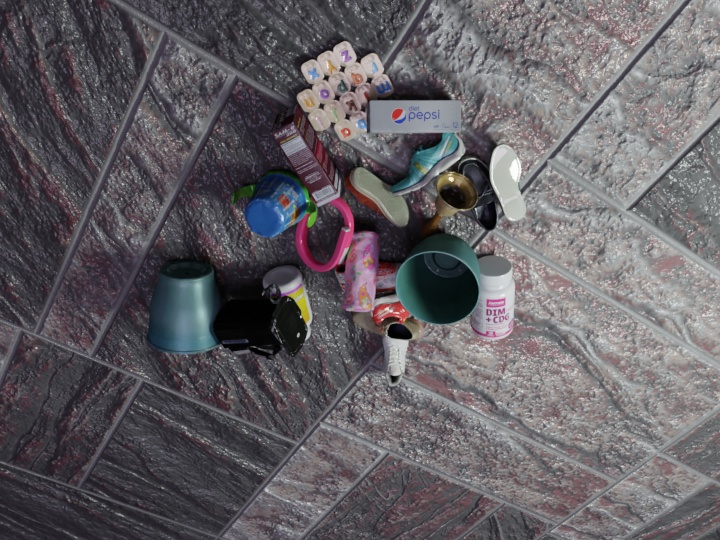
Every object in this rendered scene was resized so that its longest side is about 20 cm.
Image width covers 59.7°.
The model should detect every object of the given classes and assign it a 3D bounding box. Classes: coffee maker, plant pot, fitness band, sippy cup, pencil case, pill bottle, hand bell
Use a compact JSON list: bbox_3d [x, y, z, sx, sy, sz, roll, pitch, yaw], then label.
[{"bbox_3d":[-0.256,0.120,1.557,0.199,0.135,0.194,-4,106,29],"label":"coffee maker"},{"bbox_3d":[0.197,0.003,1.518,0.199,0.161,0.202,8,122,13],"label":"plant pot"},{"bbox_3d":[-0.090,-0.091,1.510,0.143,0.037,0.201,34,124,21],"label":"fitness band"},{"bbox_3d":[-0.443,0.083,1.596,0.198,0.200,0.189,4,111,-2],"label":"plant pot"},{"bbox_3d":[-0.200,-0.144,1.443,0.177,0.131,0.140,-17,112,25],"label":"sippy cup"},{"bbox_3d":[0.000,0.000,1.528,0.087,0.087,0.202,4,86,-2],"label":"pencil case"},{"bbox_3d":[0.340,0.070,1.616,0.112,0.114,0.201,-5,125,4],"label":"pill bottle"},{"bbox_3d":[0.186,-0.134,1.488,0.103,0.105,0.200,17,148,-11],"label":"hand bell"},{"bbox_3d":[-0.185,0.094,1.644,0.103,0.105,0.201,-7,125,5],"label":"pill bottle"}]

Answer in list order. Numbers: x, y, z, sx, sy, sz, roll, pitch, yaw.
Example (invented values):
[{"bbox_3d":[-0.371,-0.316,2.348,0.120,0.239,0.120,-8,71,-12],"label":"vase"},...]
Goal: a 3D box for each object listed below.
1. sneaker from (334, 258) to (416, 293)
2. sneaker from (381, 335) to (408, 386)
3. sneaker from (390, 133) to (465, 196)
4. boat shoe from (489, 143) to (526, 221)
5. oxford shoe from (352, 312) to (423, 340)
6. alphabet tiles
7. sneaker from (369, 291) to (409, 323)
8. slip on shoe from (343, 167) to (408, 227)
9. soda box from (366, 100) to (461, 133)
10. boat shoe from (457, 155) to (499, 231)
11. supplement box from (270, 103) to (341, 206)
[{"bbox_3d":[0.034,0.000,1.599,0.200,0.067,0.108,-19,126,16],"label":"sneaker"},{"bbox_3d":[0.099,0.242,1.748,0.077,0.100,0.201,-3,125,3],"label":"sneaker"},{"bbox_3d":[0.145,-0.243,1.437,0.200,0.078,0.080,-38,98,18],"label":"sneaker"},{"bbox_3d":[0.335,-0.209,1.451,0.072,0.062,0.201,-19,124,7],"label":"boat shoe"},{"bbox_3d":[0.064,0.141,1.665,0.199,0.074,0.071,9,100,20],"label":"oxford shoe"},{"bbox_3d":[-0.033,-0.386,1.360,0.199,0.015,0.196,-24,121,16],"label":"alphabet tiles"},{"bbox_3d":[0.111,0.093,1.622,0.199,0.077,0.086,-9,96,-23],"label":"sneaker"},{"bbox_3d":[0.041,-0.171,1.487,0.200,0.074,0.061,35,153,-28],"label":"slip on shoe"},{"bbox_3d":[0.113,-0.329,1.345,0.198,0.063,0.069,-2,101,-5],"label":"soda box"},{"bbox_3d":[0.283,-0.178,1.475,0.074,0.062,0.201,-17,122,14],"label":"boat shoe"},{"bbox_3d":[-0.117,-0.255,1.395,0.061,0.109,0.201,-23,121,16],"label":"supplement box"}]
